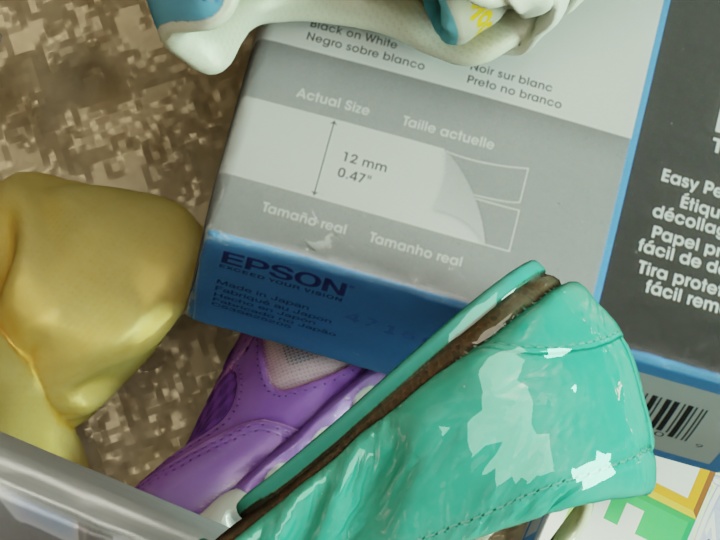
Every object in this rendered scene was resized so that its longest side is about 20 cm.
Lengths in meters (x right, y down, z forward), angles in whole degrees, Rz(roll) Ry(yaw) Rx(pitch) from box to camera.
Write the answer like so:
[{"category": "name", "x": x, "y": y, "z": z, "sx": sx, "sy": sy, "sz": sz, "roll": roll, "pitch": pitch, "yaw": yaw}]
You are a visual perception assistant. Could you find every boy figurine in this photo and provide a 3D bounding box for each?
[{"category": "boy figurine", "x": -0.118, "y": 0.051, "z": 0.733, "sx": 0.064, "sy": 0.124, "sz": 0.200, "roll": 26, "pitch": 74, "yaw": 43}]

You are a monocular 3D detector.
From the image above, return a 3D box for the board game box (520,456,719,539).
[{"category": "board game box", "x": 0.102, "y": 0.104, "z": 0.788, "sx": 0.134, "sy": 0.034, "sz": 0.201, "roll": 25, "pitch": 78, "yaw": -2}]

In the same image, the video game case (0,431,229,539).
[{"category": "video game case", "x": -0.041, "y": 0.158, "z": 0.722, "sx": 0.199, "sy": 0.023, "sz": 0.183, "roll": 23, "pitch": 98, "yaw": -10}]

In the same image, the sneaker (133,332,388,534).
[{"category": "sneaker", "x": 0.000, "y": 0.000, "z": 0.775, "sx": 0.088, "sy": 0.081, "sz": 0.200, "roll": 43, "pitch": 72, "yaw": 7}]

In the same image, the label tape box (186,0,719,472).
[{"category": "label tape box", "x": 0.051, "y": -0.068, "z": 0.730, "sx": 0.142, "sy": 0.066, "sz": 0.201, "roll": 16, "pitch": 71, "yaw": -1}]

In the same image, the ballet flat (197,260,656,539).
[{"category": "ballet flat", "x": -0.018, "y": 0.080, "z": 0.650, "sx": 0.200, "sy": 0.067, "sz": 0.071, "roll": -35, "pitch": 82, "yaw": 9}]

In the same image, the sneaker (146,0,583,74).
[{"category": "sneaker", "x": 0.043, "y": -0.091, "z": 0.670, "sx": 0.198, "sy": 0.077, "sz": 0.081, "roll": -7, "pitch": 75, "yaw": -2}]
